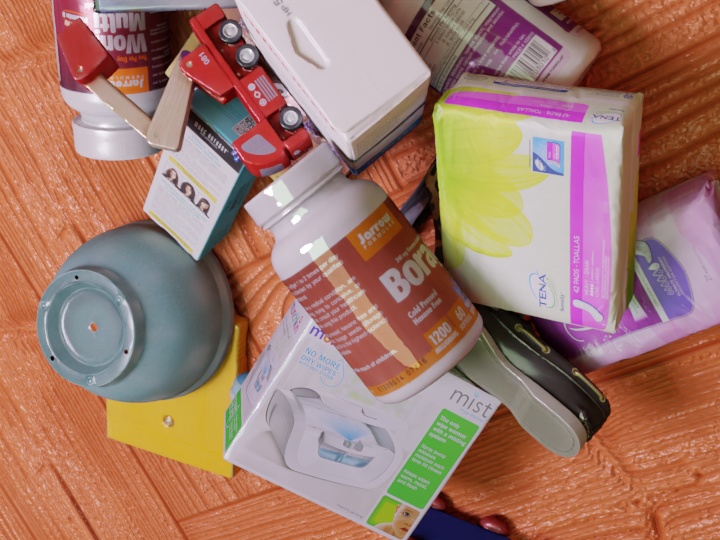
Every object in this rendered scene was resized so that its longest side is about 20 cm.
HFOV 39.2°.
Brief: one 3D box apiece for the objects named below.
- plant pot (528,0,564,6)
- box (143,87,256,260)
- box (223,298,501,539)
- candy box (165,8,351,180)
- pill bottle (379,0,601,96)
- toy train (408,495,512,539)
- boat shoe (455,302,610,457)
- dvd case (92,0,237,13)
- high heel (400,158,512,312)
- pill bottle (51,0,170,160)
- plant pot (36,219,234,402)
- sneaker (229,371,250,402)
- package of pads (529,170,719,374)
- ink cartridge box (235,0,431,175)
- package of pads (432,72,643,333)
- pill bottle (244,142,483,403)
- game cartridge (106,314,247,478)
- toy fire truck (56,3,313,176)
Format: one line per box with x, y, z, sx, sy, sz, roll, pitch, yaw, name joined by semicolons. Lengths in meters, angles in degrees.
0.140;-0.309;0.745;0.200;0.201;0.184;-25;111;30;plant pot
-0.151;-0.094;0.988;0.082;0.049;0.200;43;145;3;box
-0.001;0.128;0.954;0.199;0.097;0.177;30;104;-16;box
-0.077;-0.166;0.965;0.200;0.056;0.117;45;122;0;candy box
0.089;-0.200;0.843;0.200;0.112;0.112;38;121;6;pill bottle
0.127;0.327;1.071;0.199;0.085;0.116;18;128;16;toy train
0.132;0.074;0.895;0.201;0.060;0.072;45;150;14;boat shoe
-0.141;-0.304;0.893;0.199;0.018;0.143;-3;101;-3;dvd case
0.119;-0.012;0.929;0.200;0.071;0.143;48;129;10;high heel
-0.240;-0.216;0.985;0.109;0.110;0.201;10;115;20;pill bottle
-0.251;0.051;1.061;0.199;0.134;0.201;2;97;20;plant pot
-0.048;0.086;1.047;0.199;0.080;0.131;-2;113;15;sneaker
0.242;0.006;0.883;0.199;0.076;0.121;-26;97;30;package of pads
-0.020;-0.167;0.812;0.084;0.200;0.146;-38;89;-1;ink cartridge box
0.137;-0.052;0.800;0.154;0.068;0.201;12;132;26;package of pads
0.000;0.000;0.822;0.112;0.112;0.200;-34;99;31;pill bottle
-0.214;0.127;1.167;0.175;0.032;0.201;14;114;18;game cartridge
-0.149;-0.151;0.870;0.141;0.049;0.200;-35;89;-3;toy fire truck
